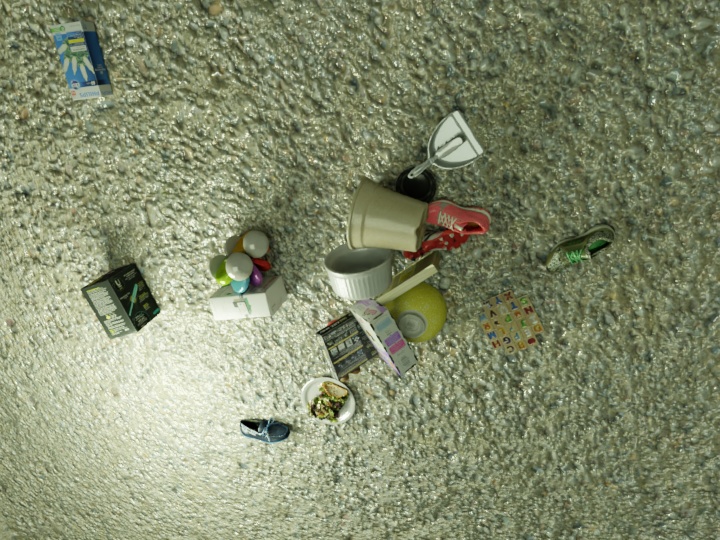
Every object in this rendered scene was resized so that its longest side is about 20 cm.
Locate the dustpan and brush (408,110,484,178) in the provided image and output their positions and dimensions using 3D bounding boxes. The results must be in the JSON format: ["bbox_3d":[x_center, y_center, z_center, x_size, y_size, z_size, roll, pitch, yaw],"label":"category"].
[{"bbox_3d":[0.212,-0.310,1.355,0.199,0.057,0.140,-32,102,23],"label":"dustpan and brush"}]

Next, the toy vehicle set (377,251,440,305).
[{"bbox_3d":[0.141,0.020,1.480,0.200,0.124,0.027,-34,102,24],"label":"toy vehicle set"}]

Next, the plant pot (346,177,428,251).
[{"bbox_3d":[0.082,-0.135,1.376,0.182,0.201,0.202,14,116,13],"label":"plant pot"}]

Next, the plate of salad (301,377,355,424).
[{"bbox_3d":[-0.116,0.463,1.777,0.199,0.048,0.201,5,114,11],"label":"plate of salad"}]

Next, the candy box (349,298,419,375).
[{"bbox_3d":[0.068,0.188,1.500,0.071,0.168,0.201,-35,111,-11],"label":"candy box"}]

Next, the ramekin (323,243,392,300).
[{"bbox_3d":[0.000,0.000,1.470,0.199,0.201,0.098,-3,120,15],"label":"ramekin"}]

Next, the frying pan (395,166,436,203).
[{"bbox_3d":[0.162,-0.200,1.432,0.114,0.031,0.191,-5,115,15],"label":"frying pan"}]

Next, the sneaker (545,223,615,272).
[{"bbox_3d":[0.589,-0.051,1.362,0.200,0.089,0.077,-35,102,24],"label":"sneaker"}]

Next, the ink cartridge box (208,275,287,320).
[{"bbox_3d":[-0.352,0.086,1.615,0.199,0.146,0.085,-7,110,15],"label":"ink cartridge box"}]

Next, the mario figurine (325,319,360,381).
[{"bbox_3d":[-0.053,0.252,1.628,0.105,0.124,0.201,-13,104,15],"label":"mario figurine"}]

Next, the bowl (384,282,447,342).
[{"bbox_3d":[0.160,0.144,1.539,0.199,0.108,0.201,5,114,12],"label":"bowl"}]

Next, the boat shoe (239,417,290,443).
[{"bbox_3d":[-0.359,0.586,1.867,0.199,0.084,0.069,-3,124,12],"label":"boat shoe"}]

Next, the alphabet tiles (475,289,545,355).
[{"bbox_3d":[0.451,0.158,1.531,0.166,0.006,0.201,-25,105,21],"label":"alphabet tiles"}]

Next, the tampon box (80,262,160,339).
[{"bbox_3d":[-0.811,0.104,1.730,0.125,0.150,0.201,-15,108,18],"label":"tampon box"}]

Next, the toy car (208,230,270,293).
[{"bbox_3d":[-0.350,-0.019,1.550,0.174,0.201,0.150,-6,135,46],"label":"toy car"}]

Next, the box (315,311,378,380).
[{"bbox_3d":[-0.025,0.219,1.579,0.049,0.199,0.162,8,123,57],"label":"box"}]

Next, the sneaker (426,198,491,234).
[{"bbox_3d":[0.260,-0.142,1.394,0.199,0.087,0.074,8,126,8],"label":"sneaker"}]

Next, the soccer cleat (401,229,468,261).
[{"bbox_3d":[0.209,-0.086,1.452,0.199,0.085,0.069,-18,126,-3],"label":"soccer cleat"}]

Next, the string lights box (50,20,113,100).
[{"bbox_3d":[-0.803,-0.605,1.472,0.102,0.059,0.201,-2,113,13],"label":"string lights box"}]
